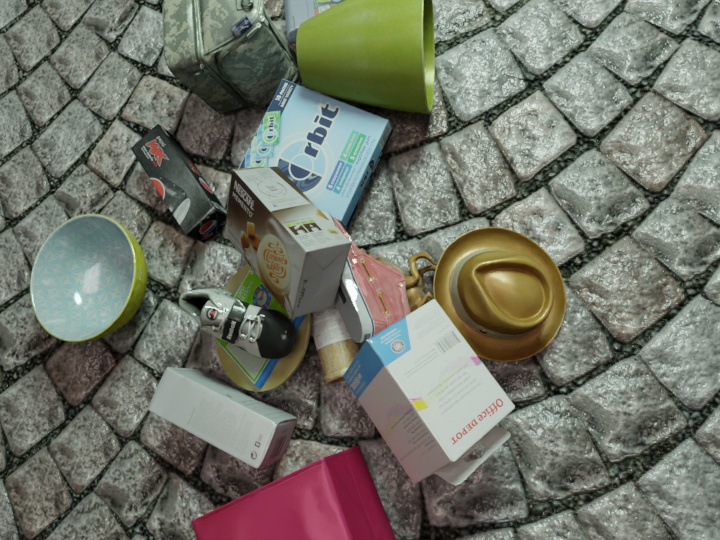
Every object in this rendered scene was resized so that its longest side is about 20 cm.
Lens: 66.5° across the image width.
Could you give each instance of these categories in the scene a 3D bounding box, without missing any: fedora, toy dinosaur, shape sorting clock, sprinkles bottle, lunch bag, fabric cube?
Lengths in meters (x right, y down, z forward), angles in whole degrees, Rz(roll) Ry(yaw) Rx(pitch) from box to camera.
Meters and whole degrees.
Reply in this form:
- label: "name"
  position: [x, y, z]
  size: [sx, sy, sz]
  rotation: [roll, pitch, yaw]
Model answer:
- label: "fedora"
  position: [0.199, 0.029, 0.758]
  size: [0.195, 0.082, 0.206]
  rotation: [0, 82, -3]
- label: "toy dinosaur"
  position: [0.066, 0.016, 0.824]
  size: [0.106, 0.060, 0.201]
  rotation: [-41, 73, 4]
- label: "shape sorting clock"
  position: [-0.155, 0.084, 0.856]
  size: [0.196, 0.039, 0.206]
  rotation: [-3, 83, 29]
- label: "sprinkles bottle"
  position: [-0.049, 0.064, 0.837]
  size: [0.067, 0.068, 0.204]
  rotation: [-19, 76, 9]
- label: "lunch bag"
  position: [-0.200, -0.358, 0.885]
  size: [0.164, 0.200, 0.143]
  rotation: [-9, 79, 12]
- label: "fabric cube"
  position: [-0.067, 0.371, 0.717]
  size: [0.193, 0.200, 0.203]
  rotation: [-27, 73, 7]

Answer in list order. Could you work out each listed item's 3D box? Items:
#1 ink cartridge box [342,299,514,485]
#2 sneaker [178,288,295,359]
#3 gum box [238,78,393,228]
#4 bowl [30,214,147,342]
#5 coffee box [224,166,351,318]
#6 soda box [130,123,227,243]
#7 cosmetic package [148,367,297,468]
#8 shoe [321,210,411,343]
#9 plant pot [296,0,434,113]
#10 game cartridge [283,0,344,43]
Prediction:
- label: "ink cartridge box"
  position: [0.092, 0.172, 0.730]
  size: [0.127, 0.126, 0.202]
  rotation: [-25, 71, -32]
- label: "sneaker"
  position: [-0.187, 0.078, 0.804]
  size: [0.196, 0.088, 0.076]
  rotation: [17, 91, 28]
- label: "gum box"
  position: [-0.072, -0.186, 0.865]
  size: [0.197, 0.045, 0.173]
  rotation: [25, 86, 17]
- label: "bowl"
  position: [-0.429, 0.019, 0.915]
  size: [0.195, 0.108, 0.206]
  rotation: [-2, 79, 12]
- label: "coffee box"
  position: [-0.109, -0.047, 0.776]
  size: [0.200, 0.079, 0.116]
  rotation: [46, 133, 32]
- label: "soda box"
  position: [-0.308, -0.149, 0.942]
  size: [0.070, 0.063, 0.201]
  rotation: [-38, 73, 3]
- label: "cosmetic package"
  position: [-0.205, 0.217, 0.829]
  size: [0.196, 0.102, 0.075]
  rotation: [23, 84, 15]
- label: "shoe"
  position: [0.000, 0.000, 0.797]
  size: [0.089, 0.072, 0.204]
  rotation: [-14, 70, -27]
- label: "plant pot"
  position: [0.008, -0.333, 0.837]
  size: [0.195, 0.187, 0.192]
  rotation: [0, 79, 13]
- label: "game cartridge"
  position: [-0.032, -0.446, 0.919]
  size: [0.195, 0.041, 0.135]
  rotation: [-12, 52, 2]
